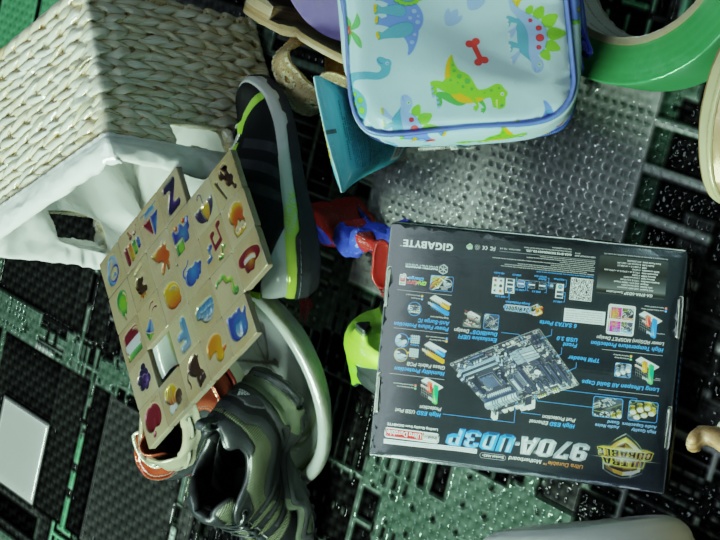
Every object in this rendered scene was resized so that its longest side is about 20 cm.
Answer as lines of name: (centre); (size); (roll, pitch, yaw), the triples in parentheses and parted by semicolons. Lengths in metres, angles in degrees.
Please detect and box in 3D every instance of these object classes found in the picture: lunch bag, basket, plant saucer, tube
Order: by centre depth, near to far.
lunch bag: (0.066, -0.180, 1.136); (0.161, 0.082, 0.200); (-5, 88, 6)
tube: (-0.003, -0.096, 1.231); (0.050, 0.200, 0.078); (-18, 91, 10)
plant saucer: (-0.084, 0.075, 1.374); (0.200, 0.050, 0.200); (27, 132, 34)
basket: (-0.192, -0.108, 1.414); (0.200, 0.198, 0.161); (-30, 64, 40)

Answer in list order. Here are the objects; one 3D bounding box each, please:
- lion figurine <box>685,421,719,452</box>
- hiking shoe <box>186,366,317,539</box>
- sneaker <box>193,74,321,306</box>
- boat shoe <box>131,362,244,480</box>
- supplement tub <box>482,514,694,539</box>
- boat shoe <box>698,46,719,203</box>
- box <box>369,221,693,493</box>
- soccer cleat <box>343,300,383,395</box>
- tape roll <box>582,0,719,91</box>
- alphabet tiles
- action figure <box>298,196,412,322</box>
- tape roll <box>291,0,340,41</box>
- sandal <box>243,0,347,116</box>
lion figurine: (0.276, 0.081, 1.039); (0.122, 0.072, 0.200); (25, 102, 34)
hiking shoe: (-0.093, 0.171, 1.325); (0.076, 0.101, 0.200); (25, 131, 38)
sneaker: (-0.084, -0.063, 1.292); (0.072, 0.083, 0.200); (96, 163, -56)
boat shoe: (-0.149, 0.125, 1.387); (0.071, 0.063, 0.200); (52, 147, 7)
supplement tub: (0.151, 0.260, 1.105); (0.140, 0.140, 0.200); (-12, 80, 43)
boat shoe: (0.262, -0.130, 1.057); (0.065, 0.071, 0.200); (25, 105, 42)
box: (0.112, 0.054, 1.151); (0.200, 0.046, 0.159); (5, 93, 13)
soccer cleat: (0.070, 0.095, 1.249); (0.200, 0.068, 0.081); (32, 142, 31)
tape roll: (0.192, -0.219, 1.144); (0.200, 0.048, 0.201); (-1, 88, 44)
alphabet tiles: (-0.128, 0.010, 1.279); (0.200, 0.008, 0.167); (-46, 52, 40)
action figure: (0.000, 0.000, 1.297); (0.200, 0.065, 0.099); (-147, 49, -66)
tape roll: (0.034, -0.260, 1.275); (0.200, 0.085, 0.200); (-2, 88, 45)
sandal: (-0.035, -0.154, 1.338); (0.212, 0.078, 0.070); (41, 118, 53)
